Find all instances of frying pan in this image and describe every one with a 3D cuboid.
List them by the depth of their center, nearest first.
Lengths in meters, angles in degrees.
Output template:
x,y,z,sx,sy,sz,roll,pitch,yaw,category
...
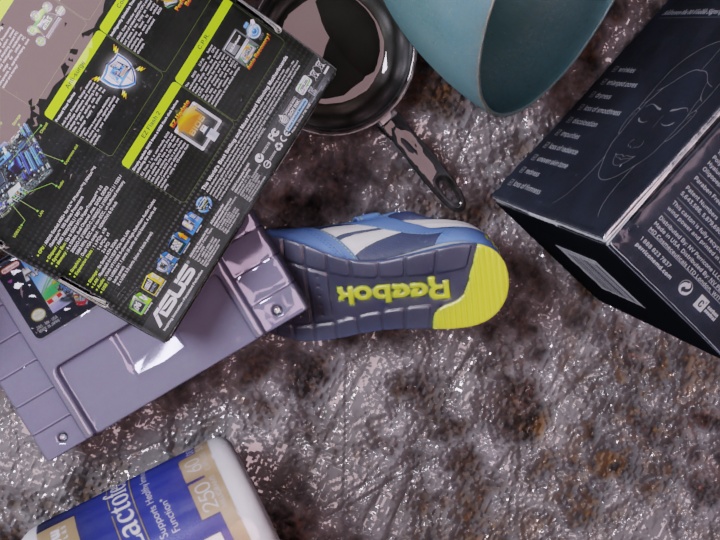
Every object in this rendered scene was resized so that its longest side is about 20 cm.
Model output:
x,y,z,sx,sy,sz,roll,pitch,yaw,category
0.013,-0.132,0.895,0.190,0.031,0.115,27,93,-19,frying pan

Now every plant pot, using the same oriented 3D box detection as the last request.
x,y,z,sx,sy,sz,roll,pitch,yaw,category
0.079,-0.217,0.832,0.135,0.200,0.200,34,91,21,plant pot

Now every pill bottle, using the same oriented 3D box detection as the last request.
x,y,z,sx,sy,sz,roll,pitch,yaw,category
-0.153,0.201,0.868,0.200,0.116,0.116,-26,104,-8,pill bottle

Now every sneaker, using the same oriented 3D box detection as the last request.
x,y,z,sx,sy,sz,roll,pitch,yaw,category
0.000,0.000,0.898,0.200,0.082,0.074,2,114,6,sneaker

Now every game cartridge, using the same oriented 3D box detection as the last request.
x,y,z,sx,sy,sz,roll,pitch,yaw,category
-0.150,0.019,0.853,0.200,0.038,0.130,-31,98,5,game cartridge

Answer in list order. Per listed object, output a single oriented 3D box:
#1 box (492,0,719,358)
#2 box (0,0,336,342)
x,y,z,sx,sy,sz,roll,pitch,yaw,category
0.220,-0.070,0.865,0.124,0.200,0.197,41,89,-17,box
-0.143,-0.088,0.773,0.193,0.048,0.200,32,87,-23,box
